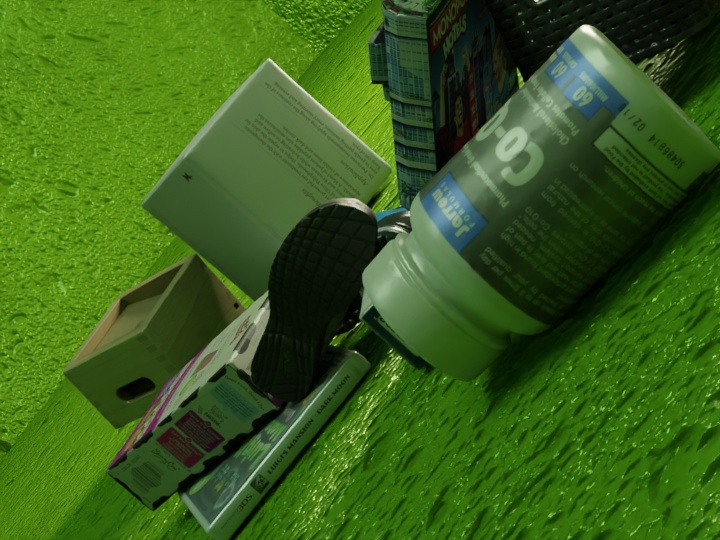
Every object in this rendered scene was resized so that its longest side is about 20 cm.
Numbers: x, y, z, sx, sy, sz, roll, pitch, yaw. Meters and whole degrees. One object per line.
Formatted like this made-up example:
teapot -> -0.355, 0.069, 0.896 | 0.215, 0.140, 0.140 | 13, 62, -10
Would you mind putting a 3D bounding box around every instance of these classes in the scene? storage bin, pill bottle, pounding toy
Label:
storage bin -> 0.184, -0.209, 1.034 | 0.135, 0.094, 0.200 | -22, 12, 29
pill bottle -> 0.101, -0.035, 0.845 | 0.200, 0.114, 0.114 | -46, 11, 15
pounding toy -> -0.248, 0.100, 1.779 | 0.200, 0.142, 0.184 | -26, 22, 36

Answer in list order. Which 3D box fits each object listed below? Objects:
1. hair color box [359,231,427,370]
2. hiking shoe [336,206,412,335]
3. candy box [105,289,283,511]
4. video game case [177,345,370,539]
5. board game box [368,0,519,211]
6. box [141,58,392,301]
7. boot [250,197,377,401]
hair color box -> 0.088, -0.030, 1.021 | 0.200, 0.061, 0.100 | -46, 8, 12
hiking shoe -> 0.000, 0.000, 1.277 | 0.200, 0.074, 0.087 | -23, 18, 44
candy box -> -0.125, 0.109, 1.266 | 0.200, 0.061, 0.136 | -42, 12, 37
video game case -> -0.078, 0.136, 1.203 | 0.182, 0.023, 0.200 | -50, 11, -9
board game box -> 0.056, -0.175, 1.022 | 0.062, 0.200, 0.200 | 6, 34, 21
box -> -0.114, -0.098, 1.693 | 0.171, 0.199, 0.200 | -54, 10, -26
boot -> -0.028, -0.004, 1.138 | 0.200, 0.070, 0.132 | -61, 1, 37
